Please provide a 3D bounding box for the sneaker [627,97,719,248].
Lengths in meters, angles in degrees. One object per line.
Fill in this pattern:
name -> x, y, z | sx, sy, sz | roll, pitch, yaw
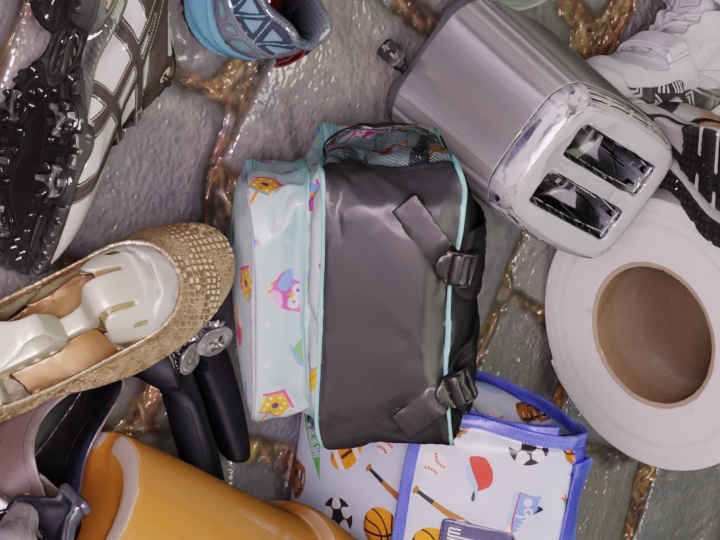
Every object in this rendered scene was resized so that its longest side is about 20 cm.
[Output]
sneaker -> 0.240, -0.071, 1.232 | 0.079, 0.200, 0.074 | -4, 116, -24

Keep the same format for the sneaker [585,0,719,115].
sneaker -> 0.224, -0.170, 1.367 | 0.199, 0.075, 0.116 | -1, 97, -45

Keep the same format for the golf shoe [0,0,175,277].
golf shoe -> -0.135, -0.092, 0.974 | 0.094, 0.077, 0.202 | 7, 100, -50

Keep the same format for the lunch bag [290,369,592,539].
lunch bag -> 0.049, 0.151, 1.186 | 0.123, 0.199, 0.172 | -6, 110, -48

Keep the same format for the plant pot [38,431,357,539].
plant pot -> -0.108, 0.191, 1.044 | 0.183, 0.199, 0.201 | 44, 70, -31

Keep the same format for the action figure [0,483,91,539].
action figure -> -0.225, 0.165, 0.878 | 0.105, 0.192, 0.201 | 84, 30, -69

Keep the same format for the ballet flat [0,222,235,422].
ballet flat -> -0.150, 0.031, 0.960 | 0.199, 0.071, 0.065 | -30, 173, -14

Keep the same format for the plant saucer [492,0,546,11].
plant saucer -> 0.125, -0.267, 1.228 | 0.199, 0.050, 0.202 | -21, 119, -43

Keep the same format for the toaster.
toaster -> 0.110, -0.091, 1.200 | 0.114, 0.129, 0.199 | -53, 142, 9

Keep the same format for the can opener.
can opener -> -0.098, 0.063, 1.087 | 0.063, 0.078, 0.201 | -47, 146, -18

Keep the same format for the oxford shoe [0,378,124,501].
oxford shoe -> -0.197, 0.122, 0.988 | 0.071, 0.072, 0.201 | 43, 72, -49

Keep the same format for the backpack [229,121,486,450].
backpack -> 0.000, 0.000, 1.094 | 0.200, 0.152, 0.178 | -69, 158, -73

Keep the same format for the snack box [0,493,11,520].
snack box -> -0.246, 0.193, 0.943 | 0.072, 0.024, 0.201 | 35, 84, -4

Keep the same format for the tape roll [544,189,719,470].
tape roll -> 0.254, 0.031, 1.375 | 0.139, 0.202, 0.205 | -19, 118, -44

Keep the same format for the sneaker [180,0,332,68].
sneaker -> -0.047, -0.210, 1.014 | 0.079, 0.095, 0.202 | -29, 125, -40
